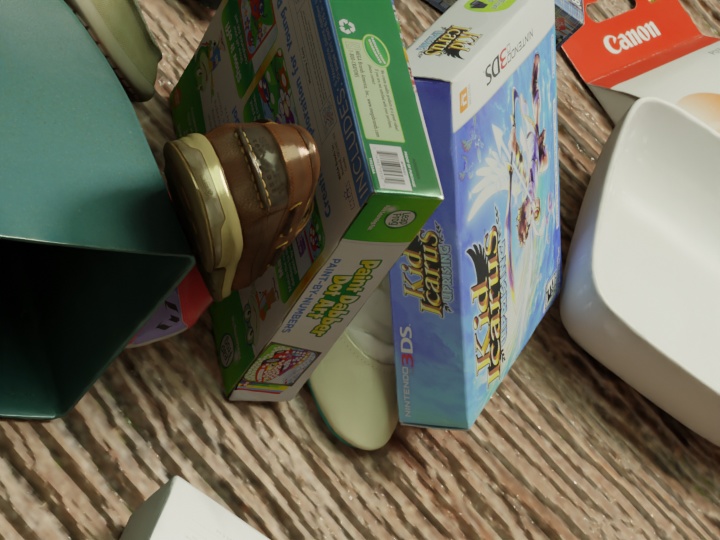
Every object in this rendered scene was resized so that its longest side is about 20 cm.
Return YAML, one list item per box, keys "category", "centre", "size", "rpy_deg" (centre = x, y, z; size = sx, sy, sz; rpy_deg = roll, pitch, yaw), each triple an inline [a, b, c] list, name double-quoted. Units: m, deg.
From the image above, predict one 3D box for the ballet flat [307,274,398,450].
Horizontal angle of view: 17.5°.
- category: "ballet flat"
  centre: [0.000, 0.000, 1.295]
  size: [0.069, 0.069, 0.201]
  rpy_deg: [15, 51, -32]

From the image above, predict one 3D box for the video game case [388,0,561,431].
- category: "video game case"
  centre: [0.065, -0.042, 1.285]
  size: [0.181, 0.045, 0.201]
  rpy_deg: [-48, 139, -57]

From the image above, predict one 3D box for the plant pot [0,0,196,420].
- category: "plant pot"
  centre: [-0.194, -0.052, 1.121]
  size: [0.141, 0.141, 0.201]
  rpy_deg: [6, 51, -37]

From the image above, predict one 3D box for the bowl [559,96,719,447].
- category: "bowl"
  centre: [0.209, 0.014, 1.452]
  size: [0.200, 0.075, 0.200]
  rpy_deg: [34, 47, -15]

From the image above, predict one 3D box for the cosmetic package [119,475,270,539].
- category: "cosmetic package"
  centre: [-0.043, 0.214, 1.103]
  size: [0.200, 0.052, 0.151]
  rpy_deg: [37, 40, -13]

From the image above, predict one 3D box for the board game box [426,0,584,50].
- category: "board game box"
  centre: [0.047, -0.256, 1.537]
  size: [0.199, 0.062, 0.201]
  rpy_deg: [23, 47, -27]

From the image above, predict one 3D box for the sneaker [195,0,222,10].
- category: "sneaker"
  centre: [-0.112, -0.245, 1.394]
  size: [0.201, 0.074, 0.079]
  rpy_deg: [58, 32, 2]

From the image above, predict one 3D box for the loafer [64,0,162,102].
- category: "loafer"
  centre: [-0.155, -0.170, 1.232]
  size: [0.068, 0.075, 0.200]
  rpy_deg: [-51, 133, -22]

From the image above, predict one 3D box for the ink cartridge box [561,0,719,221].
- category: "ink cartridge box"
  centre: [0.229, -0.131, 1.607]
  size: [0.162, 0.050, 0.201]
  rpy_deg: [-25, 80, -48]

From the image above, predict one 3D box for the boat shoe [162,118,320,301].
- category: "boat shoe"
  centre: [-0.052, -0.031, 1.111]
  size: [0.067, 0.200, 0.072]
  rpy_deg: [-20, 86, -6]

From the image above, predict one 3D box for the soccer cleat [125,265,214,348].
- category: "soccer cleat"
  centre: [-0.149, -0.050, 1.211]
  size: [0.200, 0.067, 0.076]
  rpy_deg: [53, 46, 2]

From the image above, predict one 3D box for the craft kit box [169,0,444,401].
- category: "craft kit box"
  centre: [-0.035, -0.066, 1.215]
  size: [0.048, 0.198, 0.201]
  rpy_deg: [5, 57, -28]
